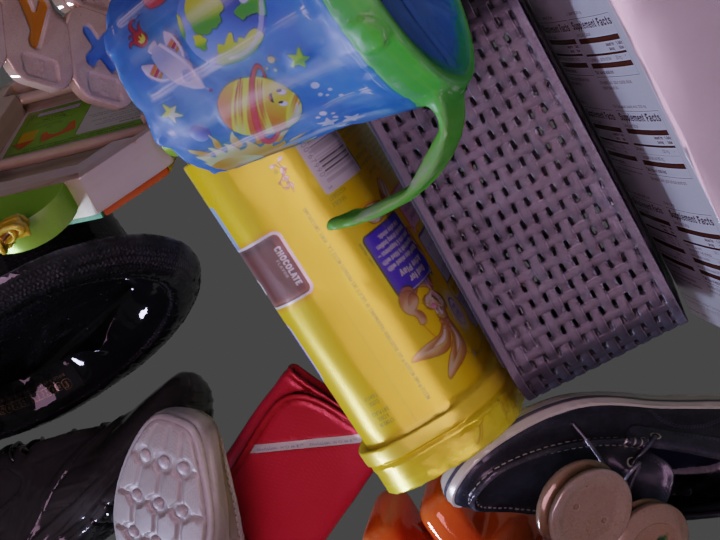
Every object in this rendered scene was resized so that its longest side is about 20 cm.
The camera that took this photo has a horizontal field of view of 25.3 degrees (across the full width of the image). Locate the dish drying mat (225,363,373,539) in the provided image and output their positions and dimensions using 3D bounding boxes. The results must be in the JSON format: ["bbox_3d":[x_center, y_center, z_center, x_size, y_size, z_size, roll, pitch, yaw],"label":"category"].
[{"bbox_3d":[-0.061,0.149,0.942,0.077,0.018,0.200,34,115,0],"label":"dish drying mat"}]

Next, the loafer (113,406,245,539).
[{"bbox_3d":[-0.095,0.159,0.907,0.070,0.070,0.201,19,122,24],"label":"loafer"}]

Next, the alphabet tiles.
[{"bbox_3d":[-0.166,-0.175,0.771,0.015,0.200,0.196,-21,71,35],"label":"alphabet tiles"}]

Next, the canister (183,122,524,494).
[{"bbox_3d":[0.000,0.000,0.854,0.086,0.149,0.200,-31,96,14],"label":"canister"}]

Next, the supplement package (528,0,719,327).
[{"bbox_3d":[0.219,-0.100,0.788,0.191,0.147,0.200,-29,99,-3],"label":"supplement package"}]

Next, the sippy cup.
[{"bbox_3d":[-0.037,-0.112,0.717,0.130,0.140,0.178,-28,55,22],"label":"sippy cup"}]

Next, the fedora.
[{"bbox_3d":[-0.191,0.014,0.889,0.200,0.201,0.092,-35,68,13],"label":"fedora"}]

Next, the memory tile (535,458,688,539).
[{"bbox_3d":[0.136,0.198,0.847,0.200,0.017,0.153,37,88,-31],"label":"memory tile"}]

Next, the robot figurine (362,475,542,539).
[{"bbox_3d":[0.078,0.207,0.912,0.144,0.117,0.200,-38,100,-21],"label":"robot figurine"}]

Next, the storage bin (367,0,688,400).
[{"bbox_3d":[0.081,-0.050,0.837,0.094,0.135,0.200,-27,99,11],"label":"storage bin"}]

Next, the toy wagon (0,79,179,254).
[{"bbox_3d":[-0.152,-0.064,0.825,0.155,0.200,0.040,-11,126,21],"label":"toy wagon"}]

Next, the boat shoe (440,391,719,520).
[{"bbox_3d":[0.139,0.108,0.864,0.199,0.062,0.075,-1,135,-24],"label":"boat shoe"}]

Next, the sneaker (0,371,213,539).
[{"bbox_3d":[-0.172,0.124,0.941,0.200,0.076,0.091,-44,71,2],"label":"sneaker"}]
